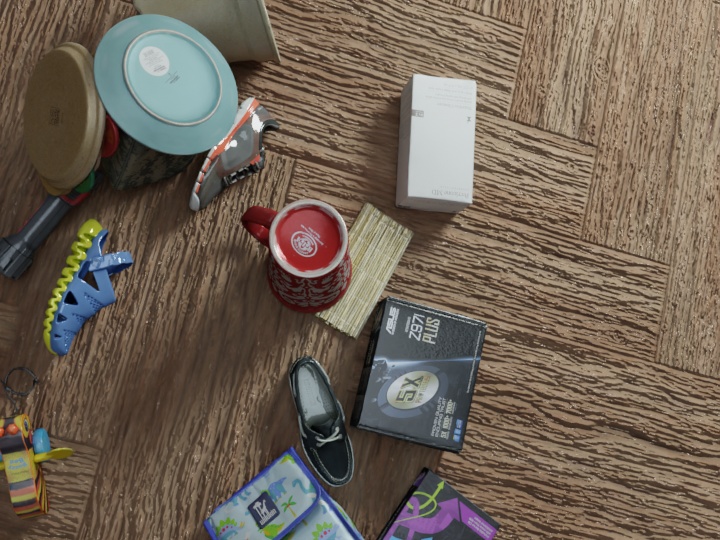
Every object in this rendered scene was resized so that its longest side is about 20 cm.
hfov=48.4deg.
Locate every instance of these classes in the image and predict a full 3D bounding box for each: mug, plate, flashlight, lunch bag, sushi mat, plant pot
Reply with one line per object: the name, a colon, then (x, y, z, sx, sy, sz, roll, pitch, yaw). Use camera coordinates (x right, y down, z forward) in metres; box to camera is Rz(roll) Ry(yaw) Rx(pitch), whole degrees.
mug: (-0.095, -0.023, 1.147, 0.175, 0.200, 0.135, 8, 78, -2)
plate: (-0.249, -0.250, 1.053, 0.198, 0.026, 0.202, 11, 70, -31)
flashlight: (-0.462, -0.083, 1.169, 0.068, 0.068, 0.201, 37, 83, 6)
lunch bag: (-0.102, 0.381, 1.137, 0.170, 0.128, 0.200, -38, 75, -10)
sushi mat: (0.000, 0.000, 1.262, 0.095, 0.012, 0.201, 30, 77, -5)
plant pot: (-0.234, -0.387, 1.202, 0.182, 0.200, 0.203, -16, 85, 0)
lunch bag: (-0.311, -0.236, 1.143, 0.139, 0.200, 0.169, -24, 82, -33)

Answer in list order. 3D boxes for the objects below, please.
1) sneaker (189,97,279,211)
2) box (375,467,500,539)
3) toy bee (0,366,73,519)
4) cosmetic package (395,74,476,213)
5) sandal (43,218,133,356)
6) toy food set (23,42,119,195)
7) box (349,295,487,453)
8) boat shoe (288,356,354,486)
sneaker: (-0.189, -0.168, 1.224, 0.081, 0.077, 0.201, 32, 78, -10)
box: (0.099, 0.423, 1.205, 0.143, 0.036, 0.201, 37, 79, -3)
toy bee: (-0.476, 0.243, 1.093, 0.130, 0.109, 0.201, -32, 88, -11)
cosmetic package: (0.120, -0.199, 1.278, 0.112, 0.081, 0.202, 3, 80, -11)
sandal: (-0.393, 0.030, 1.157, 0.086, 0.079, 0.202, 21, 80, -10)
toy food set: (-0.389, -0.203, 1.074, 0.048, 0.197, 0.202, -1, 89, -49)
box: (0.087, 0.159, 1.216, 0.162, 0.086, 0.202, 16, 79, -7)
boat shoe: (-0.060, 0.227, 1.192, 0.075, 0.060, 0.202, -23, 86, -13)
